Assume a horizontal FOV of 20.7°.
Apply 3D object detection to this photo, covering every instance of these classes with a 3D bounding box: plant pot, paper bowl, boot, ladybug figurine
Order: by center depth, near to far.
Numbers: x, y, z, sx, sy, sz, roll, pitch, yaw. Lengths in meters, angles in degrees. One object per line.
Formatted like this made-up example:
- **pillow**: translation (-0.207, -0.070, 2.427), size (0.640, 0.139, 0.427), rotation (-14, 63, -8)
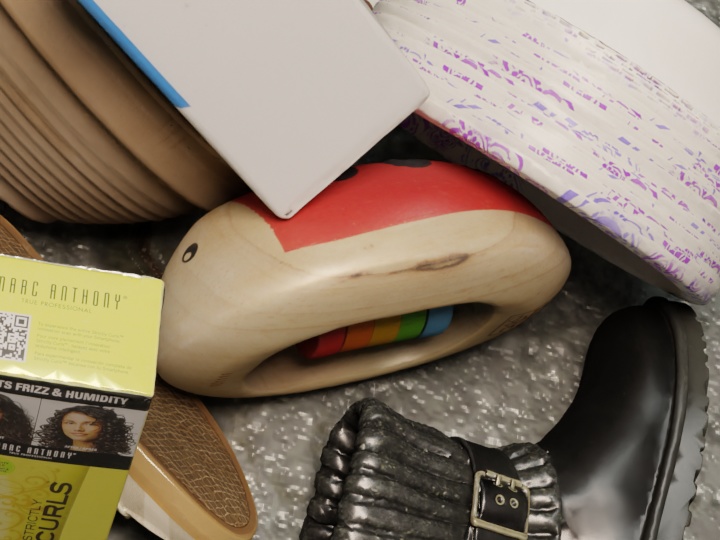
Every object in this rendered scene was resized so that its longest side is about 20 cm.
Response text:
- **ladybug figurine**: translation (0.000, 0.000, 0.852), size (0.198, 0.136, 0.073), rotation (-9, 71, -28)
- **boot**: translation (0.063, 0.082, 0.855), size (0.156, 0.080, 0.213), rotation (19, 55, -5)
- **plant pot**: translation (-0.137, -0.088, 0.871), size (0.093, 0.201, 0.201), rotation (-39, 71, 8)
- **paper bowl**: translation (0.097, -0.078, 0.888), size (0.200, 0.201, 0.105), rotation (31, 90, 4)

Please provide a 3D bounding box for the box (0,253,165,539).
- **box**: translation (-0.125, 0.070, 0.729), size (0.074, 0.201, 0.051), rotation (10, 55, -12)

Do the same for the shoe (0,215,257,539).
- **shoe**: translation (-0.123, 0.053, 0.840), size (0.200, 0.053, 0.070), rotation (45, 23, 9)

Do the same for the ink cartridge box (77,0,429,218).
- **ink cartridge box**: translation (-0.069, -0.135, 0.824), size (0.084, 0.146, 0.200), rotation (-39, 35, 7)

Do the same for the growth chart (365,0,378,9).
- **growth chart**: translation (-0.021, -0.153, 1.023), size (0.144, 0.018, 0.200), rotation (-30, 70, -30)
